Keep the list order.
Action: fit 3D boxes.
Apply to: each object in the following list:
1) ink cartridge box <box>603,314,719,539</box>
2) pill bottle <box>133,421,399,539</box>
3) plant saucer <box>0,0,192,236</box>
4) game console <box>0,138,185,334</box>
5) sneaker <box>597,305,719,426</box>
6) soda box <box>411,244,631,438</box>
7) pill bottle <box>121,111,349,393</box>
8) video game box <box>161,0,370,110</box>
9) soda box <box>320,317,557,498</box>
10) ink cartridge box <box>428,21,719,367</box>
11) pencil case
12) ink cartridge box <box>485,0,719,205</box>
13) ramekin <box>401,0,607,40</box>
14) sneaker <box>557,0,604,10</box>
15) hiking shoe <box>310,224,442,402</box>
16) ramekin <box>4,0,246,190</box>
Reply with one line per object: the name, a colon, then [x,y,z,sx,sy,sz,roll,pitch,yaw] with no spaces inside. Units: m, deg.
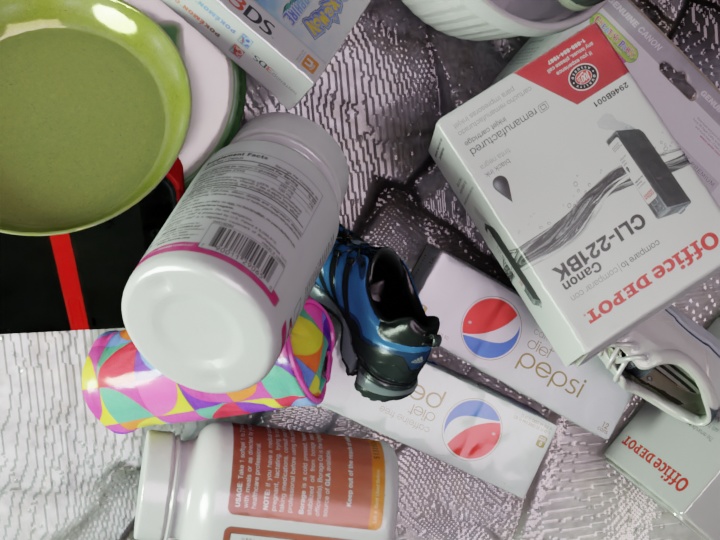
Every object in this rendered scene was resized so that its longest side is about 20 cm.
ink cartridge box: [0.313,0.121,1.216,0.084,0.146,0.200,41,90,-20]
pill bottle: [-0.075,0.180,1.180,0.197,0.112,0.114,8,95,-9]
plant saucer: [-0.214,-0.106,1.028,0.197,0.031,0.202,2,63,-3]
game console: [-0.215,-0.021,1.113,0.174,0.201,0.031,-2,52,-3]
sneaker: [0.206,0.048,1.153,0.199,0.071,0.073,31,131,-10]
soda box: [0.127,0.057,1.217,0.198,0.064,0.069,29,91,-12]
pill bottle: [-0.080,-0.019,1.052,0.112,0.201,0.114,10,129,13]
video game box: [-0.070,-0.248,1.117,0.182,0.047,0.201,40,53,-13]
soda box: [0.055,0.111,1.219,0.198,0.064,0.069,26,92,-10]
ink cartridge box: [0.163,-0.052,1.095,0.143,0.084,0.201,-32,83,-6]
pencil case: [-0.115,0.073,1.133,0.198,0.088,0.090,-10,99,27]
ink cartridge box: [0.199,-0.101,1.208,0.200,0.084,0.176,43,88,-11]
ramekin: [0.099,-0.270,1.134,0.198,0.105,0.203,3,84,-34]
sneaker: [0.222,-0.276,1.088,0.075,0.106,0.201,39,68,-26]
hiking shoe: [0.000,0.000,1.152,0.074,0.087,0.201,-11,57,-42]
ramekin: [-0.182,-0.142,1.135,0.197,0.098,0.203,-1,96,-9]
